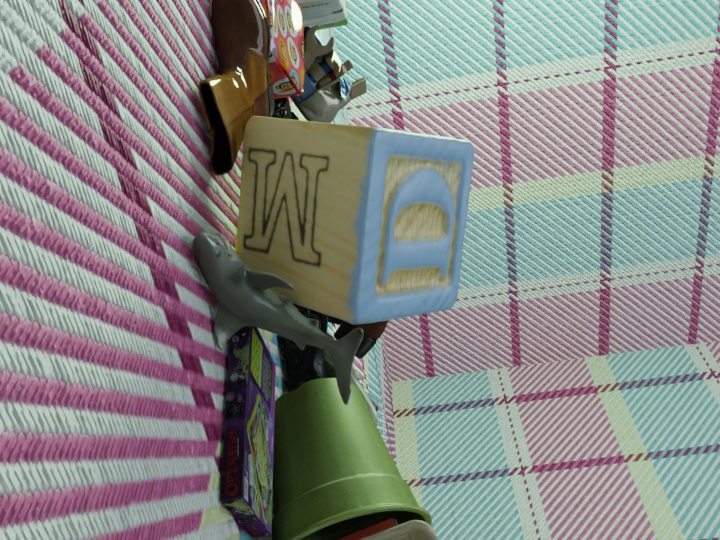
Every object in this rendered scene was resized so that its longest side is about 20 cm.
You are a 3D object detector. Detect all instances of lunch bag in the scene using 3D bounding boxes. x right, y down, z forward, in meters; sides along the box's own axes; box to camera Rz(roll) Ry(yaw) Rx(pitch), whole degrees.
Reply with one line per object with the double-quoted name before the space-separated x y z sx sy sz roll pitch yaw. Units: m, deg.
"lunch bag" -0.136 -0.352 1.032 0.176 0.080 0.204 49 34 -72

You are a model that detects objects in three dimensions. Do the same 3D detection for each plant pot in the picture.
"plant pot" -0.036 0.242 0.911 0.201 0.196 0.192 76 -5 -55

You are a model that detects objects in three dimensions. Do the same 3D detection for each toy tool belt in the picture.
"toy tool belt" -0.076 -0.334 1.212 0.201 0.122 0.125 53 0 -39

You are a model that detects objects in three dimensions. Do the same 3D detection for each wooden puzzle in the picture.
"wooden puzzle" -0.007 0.336 0.857 0.186 0.196 0.038 76 -1 -54

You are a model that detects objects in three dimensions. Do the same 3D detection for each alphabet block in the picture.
"alphabet block" -0.008 -0.064 0.859 0.193 0.198 0.201 -3 103 -50

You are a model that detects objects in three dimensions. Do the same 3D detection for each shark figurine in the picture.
"shark figurine" -0.100 0.054 0.765 0.090 0.213 0.128 -56 -165 -18

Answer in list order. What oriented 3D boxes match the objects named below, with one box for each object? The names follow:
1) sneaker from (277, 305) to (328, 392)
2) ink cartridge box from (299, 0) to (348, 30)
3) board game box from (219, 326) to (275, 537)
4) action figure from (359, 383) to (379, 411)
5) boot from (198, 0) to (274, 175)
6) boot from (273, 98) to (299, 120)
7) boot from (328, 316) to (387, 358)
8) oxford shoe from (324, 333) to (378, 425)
"sneaker" -0.084 0.128 1.110 0.091 0.074 0.205 115 -25 -81
"ink cartridge box" -0.102 -0.464 1.264 0.200 0.142 0.086 -61 143 -83
"board game box" -0.117 0.166 0.806 0.121 0.032 0.203 70 14 -53
"action figure" -0.057 0.228 1.211 0.148 0.133 0.204 25 48 -47
"boot" -0.158 -0.231 0.866 0.201 0.067 0.192 -72 163 -63
"boot" -0.117 -0.185 1.202 0.202 0.068 0.176 -104 180 -48
"boot" 0.000 0.000 1.159 0.188 0.201 0.068 41 7 35
"oxford shoe" -0.028 0.163 1.155 0.200 0.057 0.076 46 -48 34
